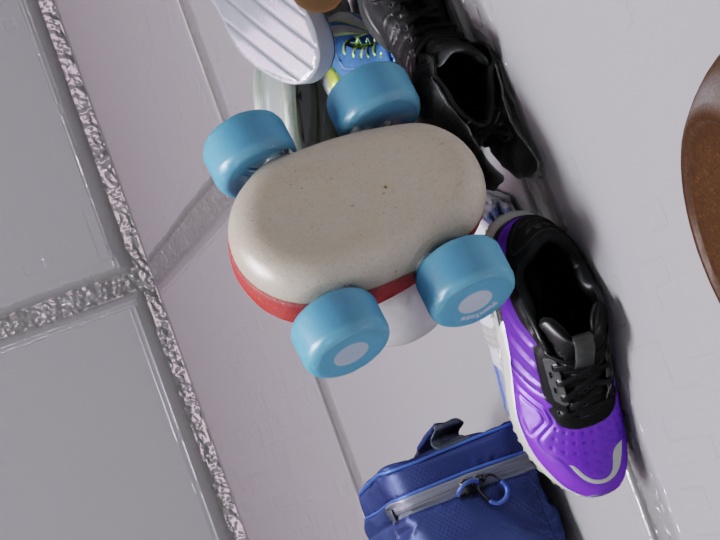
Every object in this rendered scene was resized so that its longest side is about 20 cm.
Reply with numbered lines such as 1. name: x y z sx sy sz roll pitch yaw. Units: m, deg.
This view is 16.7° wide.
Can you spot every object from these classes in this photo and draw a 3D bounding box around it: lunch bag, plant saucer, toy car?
1. lunch bag: 0.075 0.189 1.922 0.200 0.135 0.133 120 129 -74
2. plant saucer: 0.211 -0.019 1.253 0.200 0.036 0.202 161 90 -78
3. toy car: 0.000 0.000 1.668 0.200 0.176 0.185 86 159 -59
4. plant saucer: -0.046 -0.136 1.923 0.200 0.050 0.202 -2 -90 -75

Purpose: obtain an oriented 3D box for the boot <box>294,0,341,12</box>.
1. boot: -0.014 -0.300 1.726 0.155 0.073 0.201 -87 16 -52

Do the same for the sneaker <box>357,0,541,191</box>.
1. sneaker: 0.059 -0.143 1.679 0.104 0.060 0.201 142 110 -70

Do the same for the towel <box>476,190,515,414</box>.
1. towel: 0.105 0.028 1.812 0.147 0.024 0.201 -144 37 -70

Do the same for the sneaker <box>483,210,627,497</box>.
1. sneaker: 0.135 0.059 1.622 0.099 0.069 0.201 -179 69 -74

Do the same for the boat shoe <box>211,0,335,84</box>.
1. boat shoe: -0.072 -0.210 1.811 0.200 0.071 0.072 49 121 30

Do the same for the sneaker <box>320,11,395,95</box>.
1. sneaker: 0.028 -0.149 1.807 0.200 0.075 0.105 61 146 39
